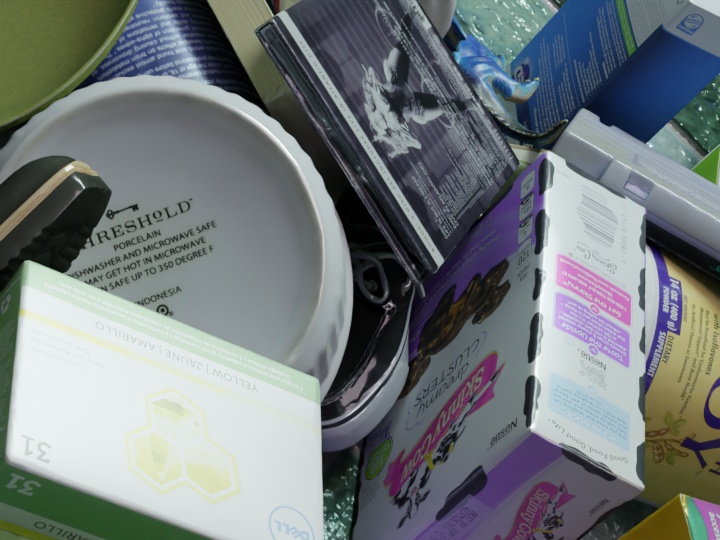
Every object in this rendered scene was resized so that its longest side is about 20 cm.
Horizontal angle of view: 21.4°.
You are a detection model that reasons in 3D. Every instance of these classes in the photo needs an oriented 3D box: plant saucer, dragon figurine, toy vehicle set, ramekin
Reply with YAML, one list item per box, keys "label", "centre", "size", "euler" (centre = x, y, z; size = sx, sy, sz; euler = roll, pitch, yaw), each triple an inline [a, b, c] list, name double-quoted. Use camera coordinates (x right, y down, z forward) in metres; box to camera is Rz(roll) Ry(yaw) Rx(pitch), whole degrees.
- label: "plant saucer"
  centre: [-0.192, -0.144, 0.974]
  size: [0.031, 0.199, 0.201]
  euler: [56, 15, -57]
- label: "dragon figurine"
  centre: [0.057, -0.130, 1.214]
  size: [0.099, 0.059, 0.200]
  euler: [32, 16, -29]
- label: "toy vehicle set"
  centre: [-0.047, -0.110, 1.068]
  size: [0.125, 0.026, 0.200]
  euler: [61, 1, 21]
- label: "ramekin"
  centre: [-0.097, 0.003, 0.890]
  size: [0.201, 0.094, 0.204]
  euler: [1, 79, -7]

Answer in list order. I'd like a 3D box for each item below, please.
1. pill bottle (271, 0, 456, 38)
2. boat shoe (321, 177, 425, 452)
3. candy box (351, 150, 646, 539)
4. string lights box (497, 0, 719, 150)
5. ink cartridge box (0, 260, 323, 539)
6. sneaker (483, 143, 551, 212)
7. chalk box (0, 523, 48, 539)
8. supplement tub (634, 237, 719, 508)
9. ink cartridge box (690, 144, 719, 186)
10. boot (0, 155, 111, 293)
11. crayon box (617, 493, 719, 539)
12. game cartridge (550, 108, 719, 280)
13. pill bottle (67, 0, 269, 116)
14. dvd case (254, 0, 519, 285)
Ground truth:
- label: "pill bottle"
  centre: [-0.017, -0.215, 1.205]
  size: [0.110, 0.111, 0.201]
  euler: [17, 31, -29]
- label: "boat shoe"
  centre: [0.003, 0.000, 1.033]
  size: [0.073, 0.068, 0.200]
  euler: [13, 59, 23]
- label: "candy box"
  centre: [0.072, 0.066, 1.001]
  size: [0.071, 0.168, 0.201]
  euler: [28, 41, -18]
- label: "string lights box"
  centre: [0.162, -0.133, 1.229]
  size: [0.059, 0.200, 0.103]
  euler: [20, 45, -26]
- label: "ink cartridge box"
  centre: [-0.083, 0.106, 0.731]
  size: [0.145, 0.048, 0.201]
  euler: [24, 40, -26]
- label: "sneaker"
  centre: [0.104, -0.026, 1.189]
  size: [0.199, 0.067, 0.091]
  euler: [9, 78, -16]
- label: "chalk box"
  centre: [-0.103, 0.165, 0.797]
  size: [0.200, 0.124, 0.125]
  euler: [44, 38, -2]
- label: "supplement tub"
  centre: [0.189, 0.068, 1.119]
  size: [0.199, 0.145, 0.146]
  euler: [21, 44, -25]
- label: "ink cartridge box"
  centre: [0.291, -0.032, 1.354]
  size: [0.147, 0.076, 0.201]
  euler: [33, 39, -13]
- label: "boot"
  centre: [-0.217, -0.012, 0.806]
  size: [0.139, 0.200, 0.077]
  euler: [50, 4, 12]
- label: "crayon box"
  centre: [0.135, 0.237, 0.899]
  size: [0.058, 0.173, 0.201]
  euler: [16, 46, -30]
- label: "game cartridge"
  centre: [0.202, -0.027, 1.107]
  size: [0.199, 0.039, 0.130]
  euler: [31, 19, 5]
- label: "pill bottle"
  centre: [-0.111, -0.082, 1.018]
  size: [0.110, 0.111, 0.201]
  euler: [-7, 61, -44]
- label: "dvd case"
  centre: [0.020, -0.089, 1.017]
  size: [0.149, 0.016, 0.200]
  euler: [57, 24, -7]
